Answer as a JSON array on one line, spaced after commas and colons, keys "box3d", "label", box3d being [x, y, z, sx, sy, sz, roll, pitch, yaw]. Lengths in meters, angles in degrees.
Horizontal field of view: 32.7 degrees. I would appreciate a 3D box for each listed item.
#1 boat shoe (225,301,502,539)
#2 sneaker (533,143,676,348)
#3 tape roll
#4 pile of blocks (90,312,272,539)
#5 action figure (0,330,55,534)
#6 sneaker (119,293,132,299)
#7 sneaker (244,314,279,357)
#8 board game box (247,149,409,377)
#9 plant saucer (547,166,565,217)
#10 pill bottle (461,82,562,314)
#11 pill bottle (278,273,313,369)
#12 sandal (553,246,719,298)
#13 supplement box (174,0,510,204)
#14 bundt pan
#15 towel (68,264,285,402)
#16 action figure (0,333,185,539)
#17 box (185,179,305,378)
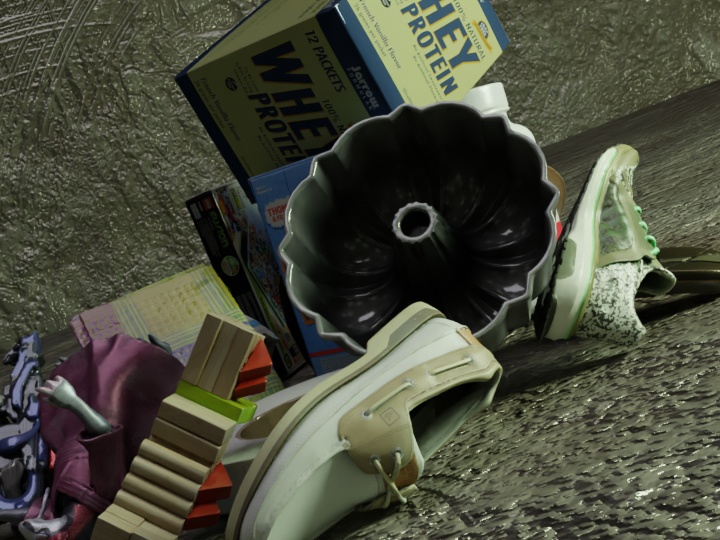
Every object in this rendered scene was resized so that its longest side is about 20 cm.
[{"box3d": [0.006, 0.098, 0.707, 0.068, 0.075, 0.200, 28, 57, 27], "label": "boat shoe"}, {"box3d": [0.190, -0.011, 0.910, 0.077, 0.088, 0.201, 109, -174, -50], "label": "sneaker"}, {"box3d": [-0.035, 0.115, 0.884, 0.200, 0.037, 0.203, -20, 7, 3], "label": "tape roll"}, {"box3d": [-0.103, 0.121, 0.781, 0.082, 0.062, 0.202, 94, -160, -65], "label": "pile of blocks"}, {"box3d": [-0.285, 0.155, 0.999, 0.191, 0.105, 0.201, -13, 43, 9], "label": "action figure"}, {"box3d": [-0.221, 0.086, 1.141, 0.087, 0.076, 0.201, 18, 29, -2], "label": "sneaker"}, {"box3d": [-0.137, 0.099, 1.140, 0.080, 0.077, 0.201, 22, 34, 4], "label": "sneaker"}, {"box3d": [0.000, 0.000, 0.998, 0.150, 0.202, 0.036, -14, 9, 41], "label": "board game box"}, {"box3d": [0.132, -0.039, 1.310, 0.198, 0.037, 0.201, -14, -31, -9], "label": "plant saucer"}, {"box3d": [0.117, -0.060, 1.109, 0.111, 0.202, 0.112, -18, 3, 1], "label": "pill bottle"}, {"box3d": [0.030, 0.015, 1.185, 0.198, 0.113, 0.112, -22, 7, -20], "label": "pill bottle"}, {"box3d": [0.198, 0.014, 0.973, 0.198, 0.055, 0.082, -1, 20, 26], "label": "sandal"}, {"box3d": [-0.012, -0.184, 1.071, 0.198, 0.135, 0.200, -13, 27, 42], "label": "supplement box"}, {"box3d": [0.046, -0.015, 0.865, 0.200, 0.204, 0.076, -19, -33, 7], "label": "bundt pan"}, {"box3d": [-0.157, 0.079, 1.068, 0.142, 0.023, 0.200, -21, 50, -21], "label": "towel"}, {"box3d": [-0.193, 0.144, 0.889, 0.134, 0.148, 0.201, -45, 28, 30], "label": "action figure"}, {"box3d": [-0.106, 0.006, 1.275, 0.034, 0.202, 0.110, -21, 6, 23], "label": "box"}]
